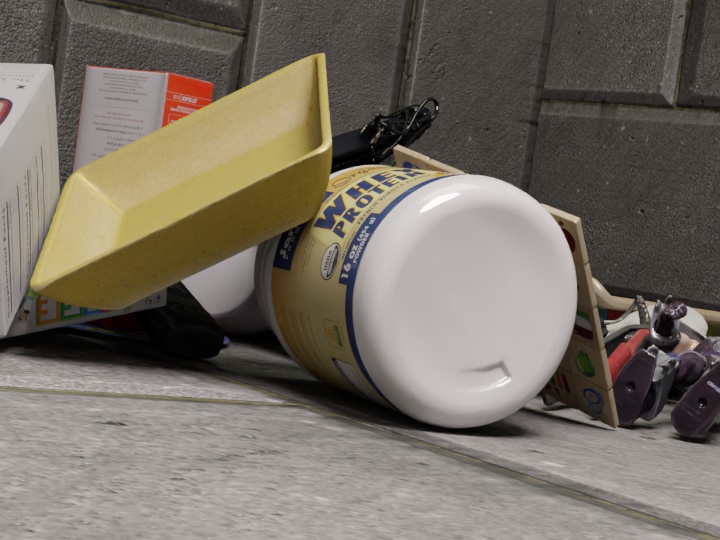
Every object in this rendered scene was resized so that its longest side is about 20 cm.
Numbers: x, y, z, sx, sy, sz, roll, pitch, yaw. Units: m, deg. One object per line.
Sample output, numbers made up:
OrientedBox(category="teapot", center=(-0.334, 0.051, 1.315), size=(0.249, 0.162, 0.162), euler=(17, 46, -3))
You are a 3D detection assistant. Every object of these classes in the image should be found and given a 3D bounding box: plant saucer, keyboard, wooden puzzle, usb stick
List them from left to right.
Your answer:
OrientedBox(category="usb stick", center=(-0.153, 0.009, 1.167), size=(0.055, 0.033, 0.200), euler=(16, 15, -34))
OrientedBox(category="plant saucer", center=(-0.099, -0.050, 1.037), size=(0.198, 0.049, 0.200), euler=(-26, 22, 8))
OrientedBox(category="keyboard", center=(-0.001, -0.077, 1.206), size=(0.104, 0.040, 0.200), euler=(-37, -5, 31))
OrientedBox(category="wooden puzzle", center=(0.214, 0.036, 1.444), size=(0.199, 0.038, 0.184), euler=(14, -4, -35))

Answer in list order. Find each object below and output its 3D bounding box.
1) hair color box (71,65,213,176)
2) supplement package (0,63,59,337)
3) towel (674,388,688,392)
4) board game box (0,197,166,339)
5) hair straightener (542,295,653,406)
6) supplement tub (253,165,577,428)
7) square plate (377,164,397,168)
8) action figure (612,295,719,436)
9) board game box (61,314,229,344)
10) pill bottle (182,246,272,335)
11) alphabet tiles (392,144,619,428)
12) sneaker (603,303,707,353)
OrientedBox(category="hair color box", center=(-0.191, -0.065, 1.384), size=(0.101, 0.202, 0.061), euler=(10, 2, 37))
OrientedBox(category="supplement package", center=(-0.253, -0.049, 1.002), size=(0.112, 0.111, 0.200), euler=(0, 22, -2))
OrientedBox(category="towel", center=(0.201, 0.072, 1.446), size=(0.198, 0.049, 0.171), euler=(9, -1, 0))
OrientedBox(category="board game box", center=(-0.239, -0.012, 1.116), size=(0.133, 0.035, 0.199), euler=(-12, 25, -36))
OrientedBox(category="hair straightener", center=(0.167, 0.052, 1.203), size=(0.076, 0.041, 0.200), euler=(12, 23, 21))
OrientedBox(category="supplement tub", center=(0.025, 0.010, 1.009), size=(0.143, 0.146, 0.200), euler=(7, 2, -26))
OrientedBox(category="square plate", center=(0.088, -0.027, 1.249), size=(0.199, 0.029, 0.198), euler=(32, 7, -3))
OrientedBox(category="action figure", center=(0.248, 0.073, 1.157), size=(0.129, 0.070, 0.199), euler=(27, 17, 23))
OrientedBox(category="board game box", center=(-0.194, 0.021, 1.232), size=(0.198, 0.039, 0.158), euler=(9, 2, 7))
OrientedBox(category="pill bottle", center=(-0.083, -0.007, 1.353), size=(0.118, 0.121, 0.200), euler=(9, 1, 20))
OrientedBox(category="alphabet tiles", center=(0.084, 0.005, 1.090), size=(0.008, 0.168, 0.199), euler=(-36, 40, -25))
OrientedBox(category="sneaker", center=(0.182, 0.072, 1.305), size=(0.198, 0.073, 0.072), euler=(-4, 33, -14))
